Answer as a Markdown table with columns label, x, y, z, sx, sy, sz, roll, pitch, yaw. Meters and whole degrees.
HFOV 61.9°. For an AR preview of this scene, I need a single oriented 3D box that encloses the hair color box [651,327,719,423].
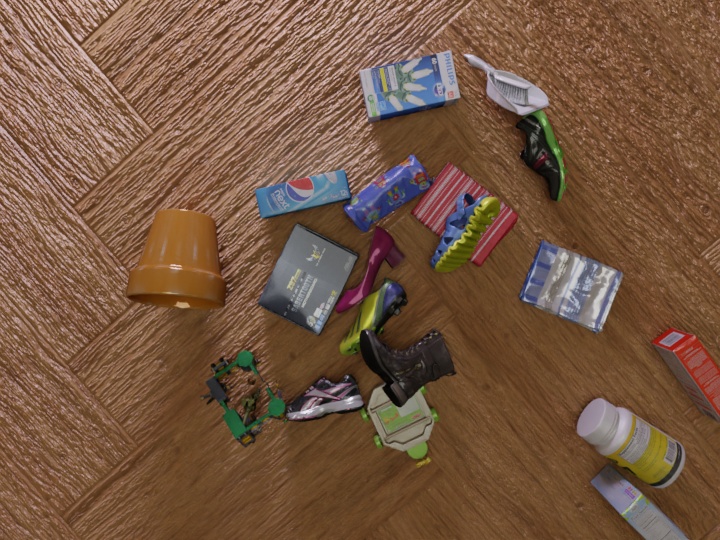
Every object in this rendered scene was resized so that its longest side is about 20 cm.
| label | x | y | z | sx | sy | sz | roll | pitch | yaw |
| --- | --- | --- | --- | --- | --- | --- | --- | --- | --- |
| hair color box | 0.727 | 0.227 | 1.291 | 0.061 | 0.102 | 0.201 | -36 | 93 | 3 |

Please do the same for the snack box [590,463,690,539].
| label | x | y | z | sx | sy | sz | roll | pitch | yaw |
| --- | --- | --- | --- | --- | --- | --- | --- | --- | --- |
| snack box | 0.610 | 0.529 | 1.278 | 0.200 | 0.169 | 0.068 | 43 | 92 | -2 |

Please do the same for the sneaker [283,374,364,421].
| label | x | y | z | sx | sy | sz | roll | pitch | yaw |
| --- | --- | --- | --- | --- | --- | --- | --- | --- | --- |
| sneaker | -0.092 | 0.283 | 1.335 | 0.198 | 0.080 | 0.087 | -11 | 70 | 4 |

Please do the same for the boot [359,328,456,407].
| label | x | y | z | sx | sy | sz | roll | pitch | yaw |
| --- | --- | --- | --- | --- | --- | --- | --- | --- | --- |
| boot | 0.105 | 0.178 | 1.301 | 0.173 | 0.069 | 0.201 | -32 | 97 | -24 |

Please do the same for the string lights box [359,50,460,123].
| label | x | y | z | sx | sy | sz | roll | pitch | yaw |
| --- | --- | --- | --- | --- | --- | --- | --- | --- | --- |
| string lights box | 0.104 | -0.392 | 1.285 | 0.198 | 0.059 | 0.104 | -12 | 92 | 2 |

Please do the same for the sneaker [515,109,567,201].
| label | x | y | z | sx | sy | sz | roll | pitch | yaw |
| --- | --- | --- | --- | --- | --- | --- | --- | --- | --- |
| sneaker | 0.391 | -0.243 | 1.292 | 0.083 | 0.077 | 0.202 | -18 | 95 | 27 |

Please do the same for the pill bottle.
| label | x | y | z | sx | sy | sz | roll | pitch | yaw |
| --- | --- | --- | --- | --- | --- | --- | --- | --- | --- |
| pill bottle | 0.580 | 0.369 | 1.296 | 0.199 | 0.114 | 0.115 | 32 | 94 | 0 |

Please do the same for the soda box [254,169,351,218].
| label | x | y | z | sx | sy | sz | roll | pitch | yaw |
| --- | --- | --- | --- | --- | --- | --- | --- | --- | --- |
| soda box | -0.122 | -0.164 | 1.300 | 0.198 | 0.068 | 0.065 | -13 | 94 | 2 |

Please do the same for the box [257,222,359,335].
| label | x | y | z | sx | sy | sz | roll | pitch | yaw |
| --- | --- | --- | --- | --- | --- | --- | --- | --- | --- |
| box | -0.113 | 0.019 | 1.320 | 0.157 | 0.051 | 0.201 | 27 | 94 | 1 |

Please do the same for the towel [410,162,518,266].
| label | x | y | z | sx | sy | sz | roll | pitch | yaw |
| --- | --- | --- | --- | --- | --- | --- | --- | --- | --- |
| towel | 0.230 | -0.121 | 1.319 | 0.199 | 0.022 | 0.145 | 38 | 96 | 1 |

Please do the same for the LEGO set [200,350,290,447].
| label | x | y | z | sx | sy | sz | roll | pitch | yaw |
| --- | --- | --- | --- | --- | --- | --- | --- | --- | --- |
| LEGO set | -0.246 | 0.286 | 1.316 | 0.154 | 0.116 | 0.200 | -41 | 69 | -17 |

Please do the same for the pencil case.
| label | x | y | z | sx | sy | sz | roll | pitch | yaw |
| --- | --- | --- | --- | --- | --- | --- | --- | --- | --- |
| pencil case | 0.059 | -0.162 | 1.293 | 0.199 | 0.078 | 0.087 | -35 | 131 | 2 |

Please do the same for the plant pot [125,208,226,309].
| label | x | y | z | sx | sy | sz | roll | pitch | yaw |
| --- | --- | --- | --- | --- | --- | --- | --- | --- | --- |
| plant pot | -0.378 | -0.024 | 1.264 | 0.198 | 0.200 | 0.185 | 2 | 78 | 1 |

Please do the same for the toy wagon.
| label | x | y | z | sx | sy | sz | roll | pitch | yaw |
| --- | --- | --- | --- | --- | --- | --- | --- | --- | --- |
| toy wagon | 0.098 | 0.342 | 1.342 | 0.154 | 0.040 | 0.201 | -26 | 93 | 3 |

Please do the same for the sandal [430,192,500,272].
| label | x | y | z | sx | sy | sz | roll | pitch | yaw |
| --- | --- | --- | --- | --- | --- | --- | --- | --- | --- |
| sandal | 0.213 | -0.085 | 1.284 | 0.201 | 0.079 | 0.087 | -55 | 52 | 13 |

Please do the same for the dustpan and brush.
| label | x | y | z | sx | sy | sz | roll | pitch | yaw |
| --- | --- | --- | --- | --- | --- | --- | --- | --- | --- |
| dustpan and brush | 0.295 | -0.401 | 1.270 | 0.199 | 0.139 | 0.058 | 34 | 132 | 29 |

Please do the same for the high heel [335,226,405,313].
| label | x | y | z | sx | sy | sz | roll | pitch | yaw |
| --- | --- | --- | --- | --- | --- | --- | --- | --- | --- |
| high heel | 0.000 | 0.000 | 1.308 | 0.200 | 0.067 | 0.096 | -44 | 102 | -11 |

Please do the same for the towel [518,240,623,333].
| label | x | y | z | sx | sy | sz | roll | pitch | yaw |
| --- | --- | --- | --- | --- | --- | --- | --- | --- | --- |
| towel | 0.465 | 0.036 | 1.323 | 0.198 | 0.024 | 0.148 | 22 | 93 | 0 |

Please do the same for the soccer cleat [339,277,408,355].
| label | x | y | z | sx | sy | sz | roll | pitch | yaw |
| --- | --- | --- | --- | --- | --- | --- | --- | --- | --- |
| soccer cleat | 0.019 | 0.103 | 1.327 | 0.200 | 0.065 | 0.084 | -48 | 62 | 8 |
